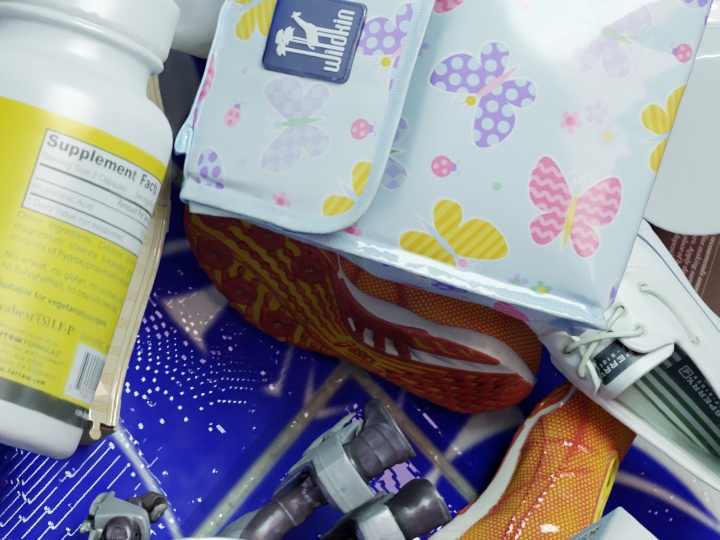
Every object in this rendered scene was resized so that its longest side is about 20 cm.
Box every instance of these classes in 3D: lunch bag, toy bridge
[{"bbox_3d":[0.033,-0.078,1.141,0.199,0.127,0.170,19,87,0],"label":"lunch bag"},{"bbox_3d":[-0.110,-0.019,1.202,0.027,0.067,0.201,15,66,-26],"label":"toy bridge"}]

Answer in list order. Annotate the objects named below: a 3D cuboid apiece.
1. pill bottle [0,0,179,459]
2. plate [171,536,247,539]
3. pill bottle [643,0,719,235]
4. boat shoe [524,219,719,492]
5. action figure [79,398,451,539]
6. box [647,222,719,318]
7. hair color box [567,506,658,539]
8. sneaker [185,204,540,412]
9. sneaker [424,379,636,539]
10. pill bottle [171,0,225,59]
[{"bbox_3d":[-0.144,-0.030,1.130,0.111,0.111,0.201,21,81,-23],"label":"pill bottle"},{"bbox_3d":[-0.071,0.209,1.130,0.199,0.026,0.201,-2,100,-13],"label":"plate"},{"bbox_3d":[0.153,-0.106,1.303,0.114,0.114,0.200,29,24,-19],"label":"pill bottle"},{"bbox_3d":[0.126,0.029,1.229,0.200,0.074,0.067,36,32,-14],"label":"boat shoe"},{"bbox_3d":[-0.056,0.142,1.173,0.200,0.069,0.131,-33,110,-14],"label":"action figure"},{"bbox_3d":[0.207,0.039,1.368,0.199,0.075,0.100,32,60,-16],"label":"box"},{"bbox_3d":[0.092,0.212,1.142,0.099,0.061,0.200,39,58,-5],"label":"hair color box"},{"bbox_3d":[0.000,0.000,1.261,0.200,0.073,0.077,30,48,-28],"label":"sneaker"},{"bbox_3d":[0.090,0.122,1.259,0.077,0.073,0.200,27,60,23],"label":"sneaker"},{"bbox_3d":[-0.002,-0.137,1.269,0.199,0.112,0.113,15,66,-40],"label":"pill bottle"}]
